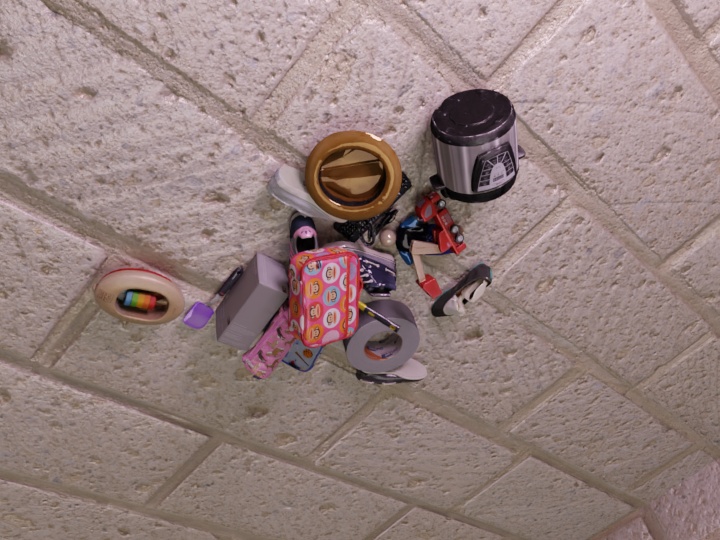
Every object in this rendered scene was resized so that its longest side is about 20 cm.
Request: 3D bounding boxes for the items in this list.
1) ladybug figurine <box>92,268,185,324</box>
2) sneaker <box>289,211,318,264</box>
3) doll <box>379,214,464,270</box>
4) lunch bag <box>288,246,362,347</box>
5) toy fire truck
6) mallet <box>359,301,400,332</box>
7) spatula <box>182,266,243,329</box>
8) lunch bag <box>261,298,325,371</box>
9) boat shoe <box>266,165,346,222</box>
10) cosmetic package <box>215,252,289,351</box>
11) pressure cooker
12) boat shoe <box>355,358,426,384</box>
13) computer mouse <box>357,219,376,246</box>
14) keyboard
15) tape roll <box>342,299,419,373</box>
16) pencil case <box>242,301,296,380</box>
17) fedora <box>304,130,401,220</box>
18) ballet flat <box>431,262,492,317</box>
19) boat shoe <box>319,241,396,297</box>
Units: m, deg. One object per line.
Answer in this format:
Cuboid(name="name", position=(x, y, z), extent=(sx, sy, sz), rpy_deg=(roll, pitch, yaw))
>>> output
Cuboid(name="ladybug figurine", position=(-0.480, 0.050, 1.473), extent=(0.196, 0.073, 0.137), rpy_deg=(17, 123, -28))
Cuboid(name="sneaker", position=(-0.125, -0.030, 1.500), extent=(0.068, 0.083, 0.203), rpy_deg=(-11, 133, -7))
Cuboid(name="doll", position=(0.138, -0.067, 1.563), extent=(0.194, 0.049, 0.140), rpy_deg=(2, 114, -16))
Cuboid(name="lunch bag", position=(-0.068, 0.053, 1.461), extent=(0.173, 0.081, 0.206), rpy_deg=(-12, 112, -34))
Cuboid(name="toy fire truck", position=(0.160, -0.057, 1.517), extent=(0.139, 0.049, 0.202), rpy_deg=(-34, 110, -6))
Cuboid(name="mallet", position=(0.007, 0.075, 1.544), extent=(0.196, 0.041, 0.067), rpy_deg=(26, 123, 4))
Cuboid(name="spatula", position=(-0.333, 0.062, 1.562), extent=(0.056, 0.021, 0.200), rpy_deg=(31, 115, -34))
Cuboid(name="lunch bag", position=(-0.153, 0.142, 1.624), extent=(0.158, 0.076, 0.202), rpy_deg=(29, 120, -4))
Cuboid(name="boat shoe", position=(-0.110, -0.150, 1.419), extent=(0.198, 0.072, 0.071), rpy_deg=(27, 139, -35))
Cuboid(name="cosmetic package", position=(-0.248, 0.073, 1.538), extent=(0.089, 0.108, 0.201), rpy_deg=(21, 120, -28))
Cuboid(name="pressure cooker", position=(0.235, -0.237, 1.364), extent=(0.172, 0.180, 0.203), rpy_deg=(12, 140, 26))
Cuboid(name="boat shoe", position=(0.082, 0.278, 1.837), extent=(0.194, 0.075, 0.061), rpy_deg=(5, 130, -16))
Cuboid(name="computer mouse", position=(0.028, -0.146, 1.460), extent=(0.057, 0.034, 0.204), rpy_deg=(11, 121, -1))
Cuboid(name="keyboard", position=(0.038, -0.131, 1.489), extent=(0.103, 0.040, 0.200), rpy_deg=(30, 118, -34))
Cuboid(name="tape roll", position=(0.052, 0.171, 1.739), extent=(0.195, 0.067, 0.204), rpy_deg=(-8, 131, -9))
Cuboid(name="pencil case", position=(-0.193, 0.159, 1.552), extent=(0.082, 0.087, 0.201), rpy_deg=(36, 117, -9))
Cuboid(name="fedora", position=(-0.014, -0.200, 1.368), extent=(0.194, 0.082, 0.206), rpy_deg=(1, 118, 2))
Cuboid(name="ballet flat", position=(0.254, 0.065, 1.702), extent=(0.067, 0.069, 0.200), rpy_deg=(25, 120, -33))
Cuboid(name="boat shoe", position=(0.000, 0.000, 1.546), extent=(0.195, 0.095, 0.075), rpy_deg=(11, 143, -24))
